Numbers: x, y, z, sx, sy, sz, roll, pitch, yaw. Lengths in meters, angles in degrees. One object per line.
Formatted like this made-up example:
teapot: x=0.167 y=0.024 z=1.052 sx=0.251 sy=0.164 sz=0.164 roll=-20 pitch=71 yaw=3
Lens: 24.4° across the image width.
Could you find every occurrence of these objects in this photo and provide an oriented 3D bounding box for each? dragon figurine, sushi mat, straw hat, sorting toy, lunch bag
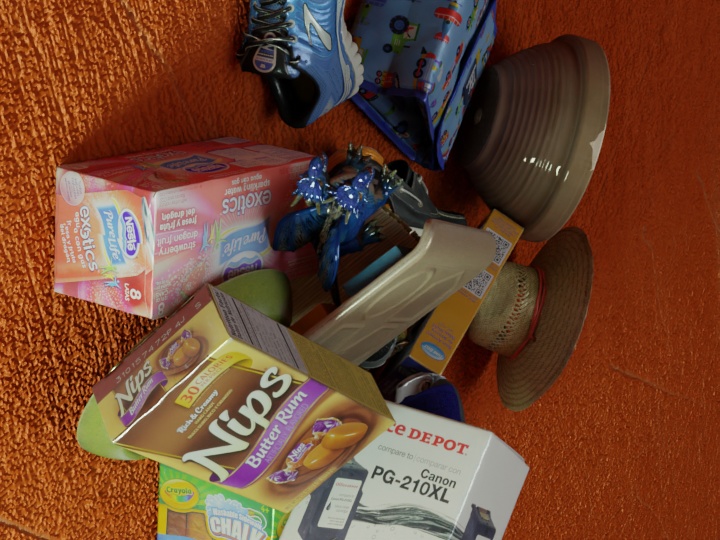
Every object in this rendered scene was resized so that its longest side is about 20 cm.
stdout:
dragon figurine: x=-0.025 y=-0.027 z=1.229 sx=0.099 sy=0.059 sz=0.201 roll=-42 pitch=165 yaw=-41
sushi mat: x=-0.033 y=0.029 z=1.356 sx=0.200 sy=0.012 sz=0.096 roll=-38 pitch=130 yaw=13
straw hat: x=0.148 y=0.038 z=1.676 sx=0.084 sy=0.201 sz=0.203 roll=18 pitch=85 yaw=-16
sorting toy: x=0.008 y=0.032 z=1.294 sx=0.200 sy=0.037 sz=0.185 roll=-42 pitch=166 yaw=13
lunch bag: x=0.065 y=-0.189 z=1.499 sx=0.200 sy=0.093 sz=0.152 roll=48 pitch=60 yaw=-66

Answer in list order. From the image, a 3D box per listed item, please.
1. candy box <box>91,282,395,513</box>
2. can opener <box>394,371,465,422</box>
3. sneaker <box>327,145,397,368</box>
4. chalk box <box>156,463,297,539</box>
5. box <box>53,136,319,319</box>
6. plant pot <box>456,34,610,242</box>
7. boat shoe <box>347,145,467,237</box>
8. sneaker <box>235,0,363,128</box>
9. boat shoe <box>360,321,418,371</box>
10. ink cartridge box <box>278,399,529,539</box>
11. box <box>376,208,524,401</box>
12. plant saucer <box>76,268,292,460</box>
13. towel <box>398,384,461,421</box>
candy box: x=-0.079 y=0.096 z=1.182 sx=0.117 sy=0.057 sz=0.200 roll=-41 pitch=139 yaw=15
can opener: x=0.052 y=0.187 z=1.486 sx=0.053 sy=0.067 sz=0.202 roll=-7 pitch=114 yaw=-31
sneaker: x=0.000 y=0.000 z=1.400 sx=0.078 sy=0.077 sz=0.202 roll=-10 pitch=120 yaw=-6
chalk box: x=-0.084 y=0.204 z=1.366 sx=0.123 sy=0.124 sz=0.202 roll=-17 pitch=115 yaw=-53
box: x=-0.123 y=-0.036 z=1.239 sx=0.199 sy=0.102 sz=0.096 roll=-17 pitch=116 yaw=-54
plant pot: x=0.152 y=-0.134 z=1.587 sx=0.092 sy=0.201 sz=0.203 roll=14 pitch=90 yaw=-15
boat shoe: x=0.041 y=-0.063 z=1.503 sx=0.199 sy=0.071 sz=0.068 roll=15 pitch=90 yaw=-54
sneaker: x=-0.054 y=-0.196 z=1.306 sx=0.089 sy=0.078 sz=0.201 roll=-52 pitch=140 yaw=-36
boat shoe: x=0.010 y=0.046 z=1.499 sx=0.201 sy=0.068 sz=0.072 roll=-56 pitch=142 yaw=-27
ink cartridge box: x=0.022 y=0.208 z=1.282 sx=0.084 sy=0.144 sz=0.201 roll=45 pitch=64 yaw=-51
box: x=0.076 y=0.047 z=1.567 sx=0.201 sy=0.041 sz=0.119 roll=-56 pitch=-178 yaw=-26
plant saucer: x=-0.122 y=0.079 z=1.249 sx=0.199 sy=0.031 sz=0.200 roll=-37 pitch=161 yaw=-15
towel: x=0.040 y=0.209 z=1.374 sx=0.049 sy=0.148 sz=0.201 roll=14 pitch=49 yaw=-31
